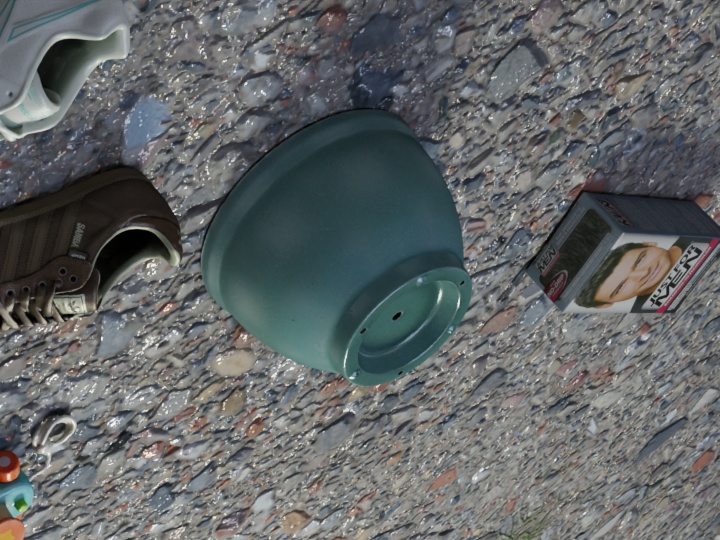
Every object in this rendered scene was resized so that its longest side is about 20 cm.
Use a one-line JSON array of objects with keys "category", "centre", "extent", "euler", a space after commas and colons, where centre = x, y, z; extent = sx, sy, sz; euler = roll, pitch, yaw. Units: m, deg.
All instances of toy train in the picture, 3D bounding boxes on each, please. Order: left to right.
[{"category": "toy train", "centre": [-0.287, 0.155, 1.316], "extent": [0.150, 0.056, 0.200], "euler": [-51, 149, 18]}]

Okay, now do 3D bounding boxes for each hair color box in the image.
[{"category": "hair color box", "centre": [0.254, -0.014, 1.713], "extent": [0.199, 0.061, 0.099], "euler": [2, 130, -49]}]

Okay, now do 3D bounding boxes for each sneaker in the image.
[{"category": "sneaker", "centre": [-0.217, -0.103, 1.033], "extent": [0.200, 0.080, 0.070], "euler": [-41, 152, 2]}, {"category": "sneaker", "centre": [-0.208, 0.002, 1.183], "extent": [0.199, 0.076, 0.071], "euler": [-31, 149, -18]}]

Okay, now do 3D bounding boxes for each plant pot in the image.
[{"category": "plant pot", "centre": [0.000, 0.000, 1.364], "extent": [0.200, 0.134, 0.201], "euler": [-29, 149, -20]}]
